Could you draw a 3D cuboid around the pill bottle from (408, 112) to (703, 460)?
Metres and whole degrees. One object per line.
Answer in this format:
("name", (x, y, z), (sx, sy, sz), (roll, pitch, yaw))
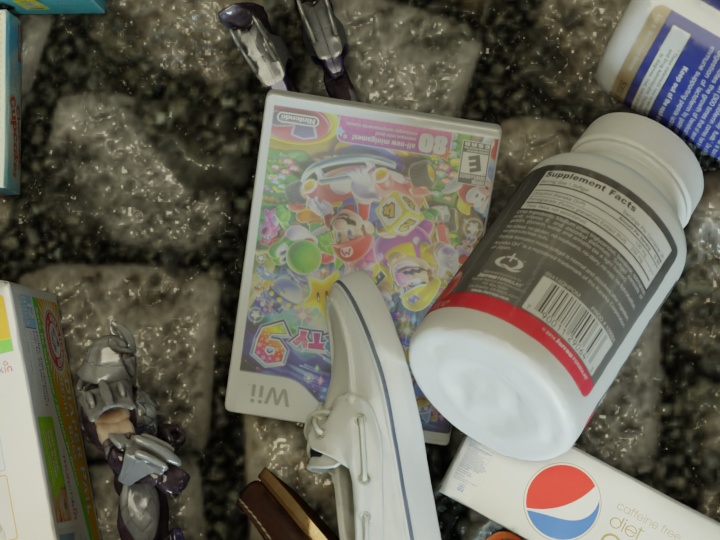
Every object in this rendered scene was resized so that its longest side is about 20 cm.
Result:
("pill bottle", (0.122, 0.003, 1.054), (0.110, 0.111, 0.200), (33, 60, 8))

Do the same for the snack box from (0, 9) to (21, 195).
("snack box", (-0.319, -0.106, 1.170), (0.198, 0.037, 0.117), (-1, 84, 5))

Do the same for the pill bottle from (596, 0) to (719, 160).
("pill bottle", (0.251, -0.111, 1.079), (0.199, 0.116, 0.116), (32, 88, 8))

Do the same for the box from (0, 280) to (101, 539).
("box", (-0.228, 0.115, 1.101), (0.100, 0.112, 0.202), (-12, 85, 4))

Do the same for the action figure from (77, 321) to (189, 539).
("action figure", (-0.131, 0.127, 1.081), (0.069, 0.130, 0.202), (-8, 100, 1))

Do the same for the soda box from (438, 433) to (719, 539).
("soda box", (0.148, 0.152, 1.085), (0.199, 0.068, 0.064), (28, 87, 8))

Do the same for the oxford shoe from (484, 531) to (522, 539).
("oxford shoe", (0.116, 0.251, 1.064), (0.073, 0.071, 0.201), (-38, 84, 31))

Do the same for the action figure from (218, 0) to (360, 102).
("action figure", (-0.017, -0.078, 1.126), (0.129, 0.069, 0.201), (-24, 85, -3))

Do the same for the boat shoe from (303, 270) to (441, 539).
("boat shoe", (-0.001, 0.101, 1.049), (0.065, 0.074, 0.202), (-10, 77, -13))

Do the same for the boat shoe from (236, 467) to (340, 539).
("boat shoe", (-0.013, 0.213, 1.092), (0.070, 0.070, 0.200), (-41, 82, -2))

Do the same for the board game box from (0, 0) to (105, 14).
("board game box", (-0.265, -0.244, 1.175), (0.198, 0.047, 0.152), (0, 84, 5))

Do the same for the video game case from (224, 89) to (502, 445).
("video game case", (0.000, 0.000, 1.099), (0.142, 0.018, 0.202), (9, 106, 0))
